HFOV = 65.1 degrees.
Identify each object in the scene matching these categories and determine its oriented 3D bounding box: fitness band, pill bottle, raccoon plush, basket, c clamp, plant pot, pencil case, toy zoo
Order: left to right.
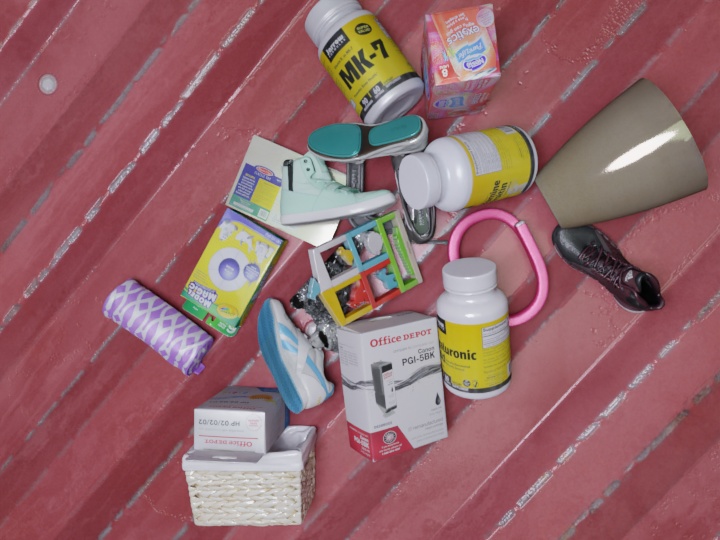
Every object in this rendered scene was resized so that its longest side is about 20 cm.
[{"bbox_3d":[-0.352,0.099,0.981,0.199,0.084,0.086,35,130,6],"label":"pencil case"},{"bbox_3d":[-0.175,0.340,0.941,0.198,0.136,0.125,-4,93,7],"label":"basket"},{"bbox_3d":[-0.022,0.045,0.930,0.134,0.097,0.200,43,107,-3],"label":"raccoon plush"},{"bbox_3d":[0.000,0.000,0.902,0.199,0.020,0.132,-28,105,-25],"label":"toy zoo"},{"bbox_3d":[0.003,-0.339,0.912,0.114,0.114,0.201,-36,84,6],"label":"pill bottle"},{"bbox_3d":[0.056,-0.137,0.954,0.169,0.027,0.202,-5,94,-4],"label":"c clamp"},{"bbox_3d":[0.163,-0.153,0.864,0.199,0.112,0.113,-16,90,-24],"label":"pill bottle"},{"bbox_3d":[0.176,0.087,0.880,0.110,0.111,0.202,-6,110,6],"label":"pill bottle"},{"bbox_3d":[0.228,-0.005,0.937,0.143,0.037,0.201,-25,88,7],"label":"fitness band"},{"bbox_3d":[0.376,-0.153,0.859,0.199,0.187,0.188,-30,88,18],"label":"plant pot"}]

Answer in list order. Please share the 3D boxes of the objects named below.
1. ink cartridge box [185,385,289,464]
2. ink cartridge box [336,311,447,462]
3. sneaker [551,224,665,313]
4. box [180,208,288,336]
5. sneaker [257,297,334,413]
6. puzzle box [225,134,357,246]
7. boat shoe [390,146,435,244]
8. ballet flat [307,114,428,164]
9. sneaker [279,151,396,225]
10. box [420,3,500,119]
[{"bbox_3d":[-0.191,0.241,0.906,0.114,0.200,0.069,1,92,6],"label":"ink cartridge box"},{"bbox_3d":[0.052,0.178,0.900,0.146,0.083,0.202,-10,96,-27],"label":"ink cartridge box"},{"bbox_3d":[0.395,-0.009,0.879,0.200,0.116,0.076,39,95,3],"label":"sneaker"},{"bbox_3d":[-0.226,0.007,0.981,0.117,0.048,0.201,29,96,5],"label":"box"},{"bbox_3d":[-0.115,0.138,0.962,0.077,0.080,0.201,-44,65,48],"label":"sneaker"},{"bbox_3d":[-0.119,-0.135,0.976,0.199,0.025,0.134,25,94,5],"label":"puzzle box"},{"bbox_3d":[0.091,-0.142,0.913,0.066,0.057,0.202,-10,95,-3],"label":"boat shoe"},{"bbox_3d":[0.014,-0.197,0.887,0.198,0.069,0.070,-3,91,22],"label":"ballet flat"},{"bbox_3d":[-0.043,-0.141,0.907,0.199,0.074,0.119,-5,90,18],"label":"sneaker"},{"bbox_3d":[0.145,-0.305,0.855,0.094,0.200,0.104,-8,92,4],"label":"box"}]
